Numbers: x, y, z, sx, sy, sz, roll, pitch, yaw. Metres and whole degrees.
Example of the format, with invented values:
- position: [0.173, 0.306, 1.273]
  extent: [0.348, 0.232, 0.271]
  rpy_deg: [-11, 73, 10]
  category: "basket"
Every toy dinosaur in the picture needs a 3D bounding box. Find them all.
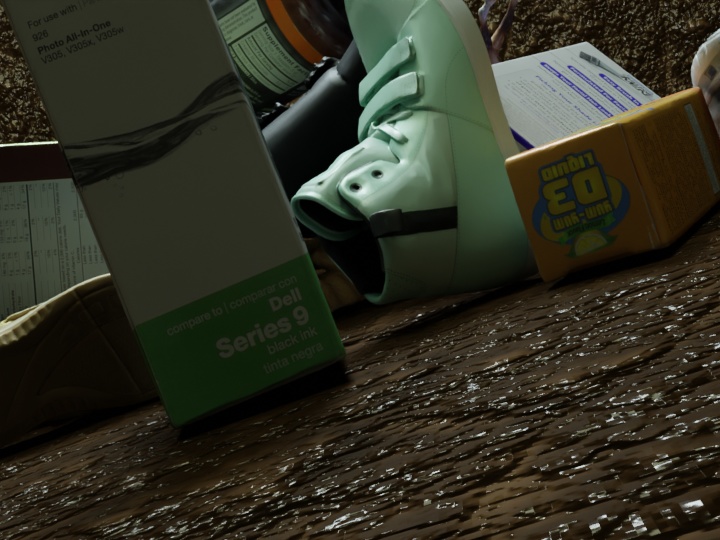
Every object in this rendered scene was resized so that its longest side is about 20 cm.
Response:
- position: [0.000, 0.000, 0.809]
  extent: [0.199, 0.061, 0.105]
  rpy_deg: [-33, 28, -35]
  category: "toy dinosaur"

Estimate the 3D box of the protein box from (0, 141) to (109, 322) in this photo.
- position: [-0.185, -0.014, 0.825]
  extent: [0.196, 0.138, 0.199]
  rpy_deg: [-4, 4, -6]
  category: "protein box"

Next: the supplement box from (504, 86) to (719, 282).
- position: [0.144, -0.050, 0.655]
  extent: [0.066, 0.070, 0.200]
  rpy_deg: [-18, 6, 28]
  category: "supplement box"

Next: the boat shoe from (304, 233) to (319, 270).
- position: [-0.076, -0.022, 0.986]
  extent: [0.070, 0.092, 0.200]
  rpy_deg: [-33, 16, -17]
  category: "boat shoe"

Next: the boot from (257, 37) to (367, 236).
- position: [0.002, -0.098, 0.810]
  extent: [0.168, 0.077, 0.200]
  rpy_deg: [-45, -12, 9]
  category: "boot"

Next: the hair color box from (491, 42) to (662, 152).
- position: [0.133, -0.087, 0.821]
  extent: [0.199, 0.109, 0.065]
  rpy_deg: [-24, -31, -49]
  category: "hair color box"

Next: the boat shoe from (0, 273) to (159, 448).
- position: [-0.164, 0.046, 0.676]
  extent: [0.197, 0.075, 0.069]
  rpy_deg: [-20, 10, -17]
  category: "boat shoe"

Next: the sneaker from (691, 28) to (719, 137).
- position: [0.247, -0.091, 0.770]
  extent: [0.074, 0.083, 0.200]
  rpy_deg: [-38, -17, 9]
  category: "sneaker"

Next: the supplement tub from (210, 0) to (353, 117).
- position: [-0.060, -0.174, 0.866]
  extent: [0.198, 0.108, 0.107]
  rpy_deg: [-24, 0, 32]
  category: "supplement tub"

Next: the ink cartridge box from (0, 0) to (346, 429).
- position: [-0.082, -0.044, 0.571]
  extent: [0.083, 0.203, 0.146]
  rpy_deg: [-22, 4, -3]
  category: "ink cartridge box"

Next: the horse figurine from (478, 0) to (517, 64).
- position: [0.067, -0.142, 0.937]
  extent: [0.198, 0.134, 0.050]
  rpy_deg: [-23, 39, -26]
  category: "horse figurine"

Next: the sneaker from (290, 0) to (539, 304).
- position: [0.010, -0.078, 0.637]
  extent: [0.117, 0.203, 0.074]
  rpy_deg: [-13, -21, -29]
  category: "sneaker"
